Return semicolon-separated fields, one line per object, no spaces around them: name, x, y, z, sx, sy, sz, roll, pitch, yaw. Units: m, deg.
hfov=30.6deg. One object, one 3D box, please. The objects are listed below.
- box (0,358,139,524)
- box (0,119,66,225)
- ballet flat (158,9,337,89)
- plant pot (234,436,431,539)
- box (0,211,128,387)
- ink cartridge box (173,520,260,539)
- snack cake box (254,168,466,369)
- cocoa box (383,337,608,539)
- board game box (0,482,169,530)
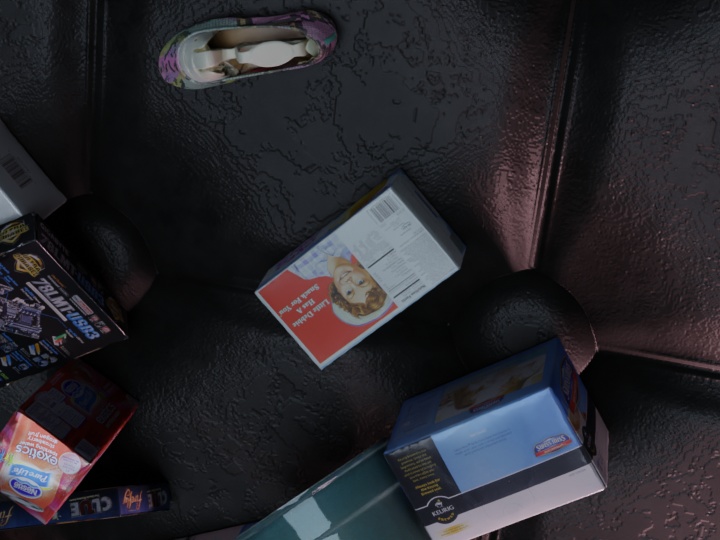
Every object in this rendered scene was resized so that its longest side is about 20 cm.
box;-0.335;0.184;1.476;0.100;0.200;0.096;37;104;-4
box;-0.451;-0.058;1.466;0.200;0.098;0.124;-33;102;21
ballet flat;-0.123;-0.223;1.345;0.200;0.071;0.069;-7;110;15
plant pot;-0.001;0.317;1.433;0.200;0.200;0.196;-36;84;22
box;-0.390;0.042;1.451;0.198;0.050;0.200;-23;140;9
ink cartridge box;-0.174;0.396;1.590;0.200;0.084;0.145;-15;107;17
snack cake box;0.000;0.000;1.408;0.200;0.067;0.115;-36;102;22
cocoa box;0.148;0.184;1.411;0.200;0.133;0.131;-25;103;20
board game box;-0.343;0.280;1.555;0.200;0.135;0.035;-9;81;16
